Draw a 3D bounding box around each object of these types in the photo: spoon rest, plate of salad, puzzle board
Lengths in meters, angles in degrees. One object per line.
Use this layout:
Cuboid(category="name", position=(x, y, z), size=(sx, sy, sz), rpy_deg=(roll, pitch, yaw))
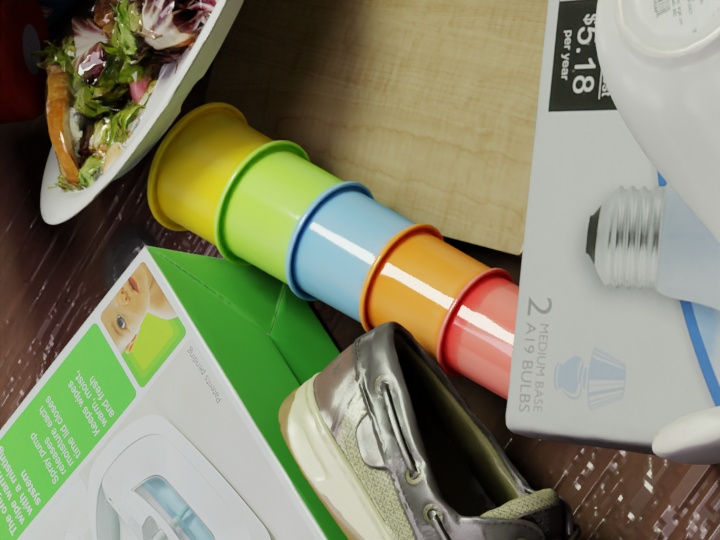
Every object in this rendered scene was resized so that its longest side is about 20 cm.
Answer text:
Cuboid(category="spoon rest", position=(0.113, -0.036, 0.653), size=(0.099, 0.061, 0.201), rpy_deg=(-18, 59, 38))
Cuboid(category="plate of salad", position=(-0.097, -0.113, 0.965), size=(0.200, 0.048, 0.200), rpy_deg=(-50, 21, 28))
Cuboid(category="puzzle board", position=(0.015, -0.097, 0.935), size=(0.200, 0.017, 0.151), rpy_deg=(16, 93, 41))

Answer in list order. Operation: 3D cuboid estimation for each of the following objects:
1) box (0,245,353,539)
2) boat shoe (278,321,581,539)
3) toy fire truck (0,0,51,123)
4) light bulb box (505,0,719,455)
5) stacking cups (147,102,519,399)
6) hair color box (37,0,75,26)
Cuboid(category="box", position=(-0.063, 0.124, 0.918), size=(0.177, 0.097, 0.200), rpy_deg=(-48, 56, 23))
Cuboid(category="boat shoe", position=(0.048, 0.105, 0.815), size=(0.200, 0.073, 0.065), rpy_deg=(48, 118, 15))
Cuboid(category="toy fire truck", position=(-0.218, -0.080, 0.981), size=(0.112, 0.200, 0.168), rpy_deg=(-4, 52, 12))
Cuboid(category="light bulb box", position=(0.169, -0.030, 0.714), size=(0.200, 0.125, 0.199), rpy_deg=(1, 84, 43))
Cuboid(category="stacking cups", position=(0.000, 0.000, 0.891), size=(0.200, 0.060, 0.061), rpy_deg=(33, 105, 32))
Cuboid(category="hair color box", position=(-0.134, -0.208, 1.055), size=(0.200, 0.060, 0.100), rpy_deg=(-36, 62, 32))
